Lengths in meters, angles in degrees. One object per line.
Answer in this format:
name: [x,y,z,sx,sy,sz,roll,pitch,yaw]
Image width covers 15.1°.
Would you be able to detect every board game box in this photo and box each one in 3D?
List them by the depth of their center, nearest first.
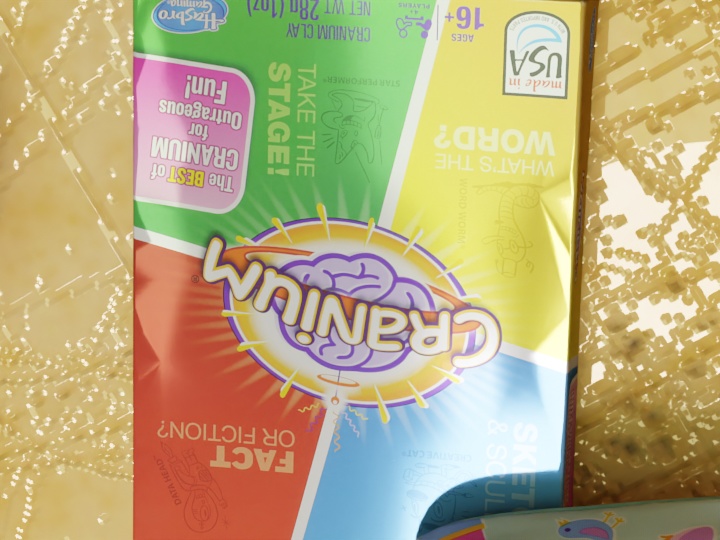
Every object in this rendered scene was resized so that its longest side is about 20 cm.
board game box: [0.000,0.000,0.919,0.152,0.040,0.201,4,105,10]

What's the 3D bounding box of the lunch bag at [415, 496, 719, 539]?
lunch bag: [0.093,0.170,0.903,0.159,0.077,0.201,-4,122,11]
